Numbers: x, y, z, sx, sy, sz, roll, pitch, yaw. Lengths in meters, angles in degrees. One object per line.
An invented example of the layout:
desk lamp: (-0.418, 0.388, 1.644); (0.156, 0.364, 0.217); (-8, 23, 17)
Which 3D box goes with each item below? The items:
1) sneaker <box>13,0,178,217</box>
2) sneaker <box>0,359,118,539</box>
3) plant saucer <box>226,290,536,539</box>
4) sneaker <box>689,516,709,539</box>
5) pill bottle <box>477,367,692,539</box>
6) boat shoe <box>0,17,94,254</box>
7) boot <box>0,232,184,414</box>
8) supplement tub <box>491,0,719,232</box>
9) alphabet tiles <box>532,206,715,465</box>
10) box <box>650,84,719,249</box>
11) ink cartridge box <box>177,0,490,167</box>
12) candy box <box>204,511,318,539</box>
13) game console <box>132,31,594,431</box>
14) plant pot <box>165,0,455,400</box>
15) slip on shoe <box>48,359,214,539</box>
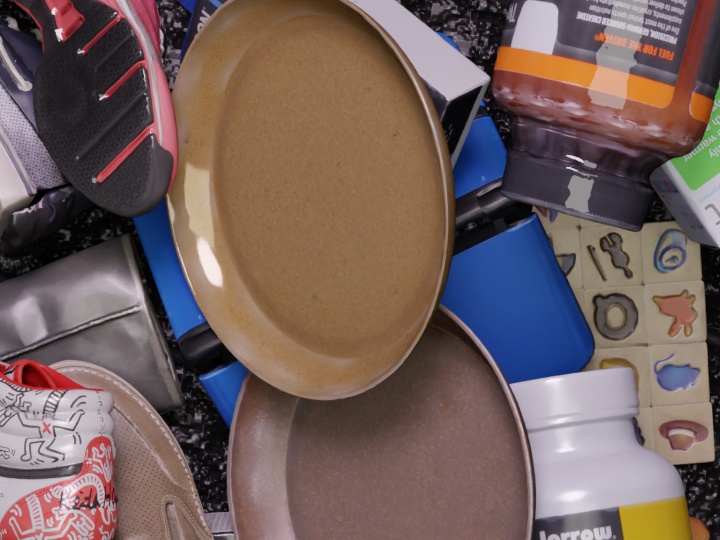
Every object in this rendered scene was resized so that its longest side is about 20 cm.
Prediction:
sneaker: (-0.123, -0.118, 1.013); (0.074, 0.087, 0.201); (-33, 66, 27)
sneaker: (-0.202, 0.098, 1.006); (0.200, 0.067, 0.109); (0, 86, 34)
plant saucer: (0.014, 0.105, 0.986); (0.199, 0.034, 0.202); (1, 91, 42)
sneaker: (0.160, 0.228, 1.076); (0.084, 0.073, 0.202); (0, 96, -2)
pill bottle: (0.112, 0.154, 0.995); (0.111, 0.112, 0.202); (-9, 83, 1)
boat shoe: (-0.194, -0.110, 1.056); (0.092, 0.075, 0.201); (-25, 80, -29)
boot: (-0.212, 0.024, 1.059); (0.198, 0.073, 0.183); (-20, 108, 8)
supplement tub: (0.123, -0.123, 0.934); (0.106, 0.107, 0.202); (15, 93, -1)
alphabet tiles: (0.108, 0.045, 1.094); (0.165, 0.006, 0.202); (-5, 95, 0)
box: (0.209, -0.139, 1.034); (0.199, 0.097, 0.177); (-35, 92, 2)
ink cartridge box: (-0.030, -0.113, 1.003); (0.200, 0.039, 0.100); (42, 136, 21)
candy box: (-0.109, 0.205, 1.079); (0.198, 0.061, 0.138); (-4, 94, 1)
game console: (0.000, 0.000, 1.079); (0.199, 0.118, 0.172); (-25, 62, 4)
plant pot: (-0.023, -0.039, 0.963); (0.027, 0.199, 0.202); (-12, 97, -43)
slip on shoe: (-0.114, 0.138, 1.016); (0.075, 0.061, 0.201); (-23, 87, -1)
